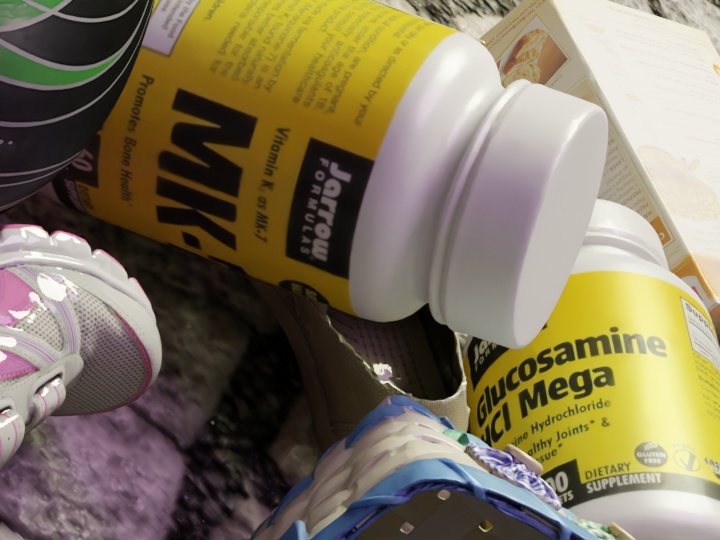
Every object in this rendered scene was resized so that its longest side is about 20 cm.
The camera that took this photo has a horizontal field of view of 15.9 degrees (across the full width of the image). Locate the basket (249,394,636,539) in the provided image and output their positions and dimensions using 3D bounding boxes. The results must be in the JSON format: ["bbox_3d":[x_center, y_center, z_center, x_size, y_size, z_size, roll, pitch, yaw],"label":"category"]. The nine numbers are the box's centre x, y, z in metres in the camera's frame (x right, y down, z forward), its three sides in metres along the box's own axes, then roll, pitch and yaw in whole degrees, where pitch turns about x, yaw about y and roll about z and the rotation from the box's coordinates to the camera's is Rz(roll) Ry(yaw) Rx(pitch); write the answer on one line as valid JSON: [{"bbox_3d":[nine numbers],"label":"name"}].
[{"bbox_3d":[0.035,0.142,0.870,0.176,0.139,0.200,37,21,-23],"label":"basket"}]

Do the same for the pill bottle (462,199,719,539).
[{"bbox_3d":[0.102,0.067,1.083,0.112,0.112,0.200,30,33,-31],"label":"pill bottle"}]

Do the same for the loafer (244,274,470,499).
[{"bbox_3d":[0.000,0.000,1.047,0.075,0.068,0.200,-8,60,-31],"label":"loafer"}]

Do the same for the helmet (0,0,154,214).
[{"bbox_3d":[-0.164,-0.104,0.839,0.200,0.200,0.191,41,52,-14],"label":"helmet"}]

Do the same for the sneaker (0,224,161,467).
[{"bbox_3d":[-0.141,0.040,0.823,0.200,0.081,0.088,2,58,-46],"label":"sneaker"}]

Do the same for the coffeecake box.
[{"bbox_3d":[0.156,-0.038,1.322,0.153,0.073,0.200,9,48,-49],"label":"coffeecake box"}]

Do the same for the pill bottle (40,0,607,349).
[{"bbox_3d":[-0.016,-0.048,0.968,0.200,0.115,0.114,20,24,16],"label":"pill bottle"}]

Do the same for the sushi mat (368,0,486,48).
[{"bbox_3d":[-0.044,-0.106,1.043,0.200,0.096,0.012,23,67,6],"label":"sushi mat"}]
